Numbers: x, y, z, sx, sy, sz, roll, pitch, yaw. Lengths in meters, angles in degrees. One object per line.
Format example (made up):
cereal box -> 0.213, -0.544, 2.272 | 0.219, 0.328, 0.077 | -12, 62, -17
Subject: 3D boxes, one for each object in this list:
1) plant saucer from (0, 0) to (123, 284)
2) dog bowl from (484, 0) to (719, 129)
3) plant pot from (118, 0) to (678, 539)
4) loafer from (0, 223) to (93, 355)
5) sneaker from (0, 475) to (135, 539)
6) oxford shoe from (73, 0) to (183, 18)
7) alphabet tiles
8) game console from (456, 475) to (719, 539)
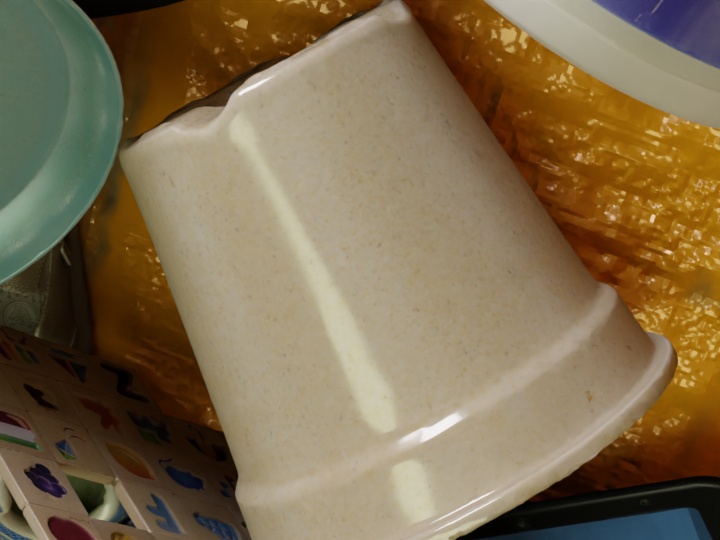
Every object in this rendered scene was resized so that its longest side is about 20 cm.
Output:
plant saucer -> -0.190, -0.054, 0.804 | 0.198, 0.028, 0.201 | -14, 141, -12
dog bowl -> 0.095, -0.144, 0.720 | 0.199, 0.200, 0.079 | 34, 119, -5
plant pot -> 0.000, 0.000, 0.848 | 0.199, 0.200, 0.185 | -24, 99, 26
loafer -> -0.165, -0.019, 0.943 | 0.075, 0.068, 0.202 | -4, 119, 14
sneaker -> -0.113, 0.111, 0.950 | 0.077, 0.199, 0.077 | 10, 85, 52
oxford shoe -> -0.058, -0.159, 0.848 | 0.199, 0.071, 0.072 | -24, 82, 27
alphabet tiles -> -0.089, 0.088, 0.902 | 0.199, 0.167, 0.008 | 23, 110, -46
game console -> 0.100, 0.200, 0.955 | 0.198, 0.116, 0.178 | -11, 75, 22
